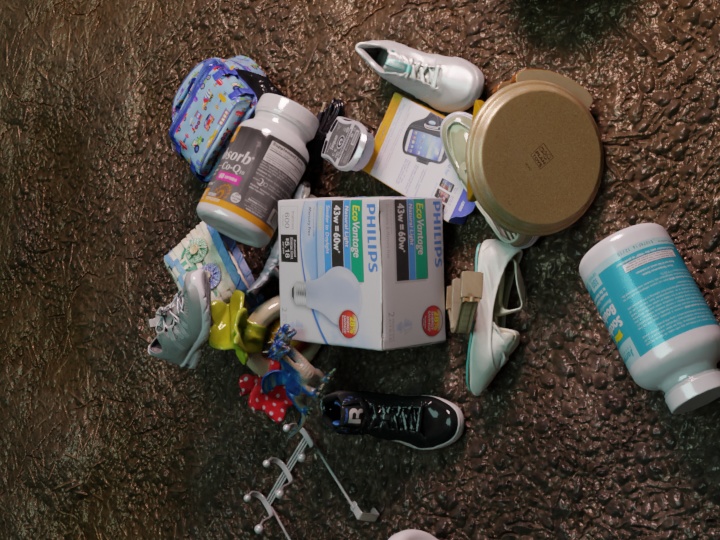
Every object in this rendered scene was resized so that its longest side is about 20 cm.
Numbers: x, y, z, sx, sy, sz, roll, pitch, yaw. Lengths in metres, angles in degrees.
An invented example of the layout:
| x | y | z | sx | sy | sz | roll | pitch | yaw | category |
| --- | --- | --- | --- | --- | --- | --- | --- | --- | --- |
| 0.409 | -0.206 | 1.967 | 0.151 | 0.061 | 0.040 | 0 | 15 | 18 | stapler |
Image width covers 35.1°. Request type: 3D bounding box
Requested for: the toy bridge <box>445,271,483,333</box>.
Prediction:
| x | y | z | sx | sy | sz | roll | pitch | yaw | category |
| --- | --- | --- | --- | --- | --- | --- | --- | --- | --- |
| 0.126 | 0.044 | 1.406 | 0.027 | 0.200 | 0.068 | 4 | 84 | -1 | toy bridge |

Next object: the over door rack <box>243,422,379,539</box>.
| x | y | z | sx | sy | sz | roll | pitch | yaw | category |
| --- | --- | --- | --- | --- | --- | --- | --- | --- | --- |
| -0.082 | 0.335 | 1.618 | 0.200 | 0.066 | 0.148 | 44 | 114 | 35 | over door rack |

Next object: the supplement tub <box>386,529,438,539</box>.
| x | y | z | sx | sy | sz | roll | pitch | yaw | category |
| --- | --- | --- | --- | --- | --- | --- | --- | --- | --- |
| 0.029 | 0.440 | 1.459 | 0.200 | 0.145 | 0.146 | -42 | 60 | 29 | supplement tub |

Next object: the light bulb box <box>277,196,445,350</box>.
| x | y | z | sx | sy | sz | roll | pitch | yaw | category |
| --- | --- | --- | --- | --- | --- | --- | --- | --- | --- |
| 0.000 | 0.000 | 1.525 | 0.200 | 0.125 | 0.199 | 1 | 94 | 46 | light bulb box |

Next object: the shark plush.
| x | y | z | sx | sy | sz | roll | pitch | yaw | category |
| --- | --- | --- | --- | --- | --- | --- | --- | --- | --- |
| -0.101 | -0.032 | 1.634 | 0.083 | 0.091 | 0.201 | -11 | 51 | 45 | shark plush |

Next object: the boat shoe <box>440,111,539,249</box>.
| x | y | z | sx | sy | sz | roll | pitch | yaw | category |
| --- | --- | --- | --- | --- | --- | --- | --- | --- | --- |
| 0.161 | -0.118 | 1.428 | 0.072 | 0.062 | 0.200 | -38 | 75 | 20 | boat shoe |

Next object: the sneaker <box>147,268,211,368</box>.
| x | y | z | sx | sy | sz | roll | pitch | yaw | category |
| --- | --- | --- | --- | --- | --- | --- | --- | --- | --- |
| -0.255 | 0.074 | 1.595 | 0.200 | 0.082 | 0.075 | 111 | 159 | -46 | sneaker |

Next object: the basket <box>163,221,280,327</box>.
| x | y | z | sx | sy | sz | roll | pitch | yaw | category |
| --- | --- | --- | --- | --- | --- | --- | --- | --- | --- |
| -0.177 | -0.006 | 1.705 | 0.200 | 0.139 | 0.177 | -31 | 61 | -4 | basket |

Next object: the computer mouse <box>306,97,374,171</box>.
| x | y | z | sx | sy | sz | roll | pitch | yaw | category |
| --- | --- | --- | --- | --- | --- | --- | --- | --- | --- |
| -0.024 | -0.178 | 1.613 | 0.110 | 0.044 | 0.200 | -65 | 27 | 8 | computer mouse |

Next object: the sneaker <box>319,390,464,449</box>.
| x | y | z | sx | sy | sz | roll | pitch | yaw | category |
| --- | --- | --- | --- | --- | --- | --- | --- | --- | --- |
| 0.030 | 0.199 | 1.508 | 0.199 | 0.112 | 0.073 | 1 | 87 | 41 | sneaker |

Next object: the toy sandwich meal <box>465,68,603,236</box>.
| x | y | z | sx | sy | sz | roll | pitch | yaw | category |
| --- | --- | --- | --- | --- | --- | --- | --- | --- | --- |
| 0.204 | -0.142 | 1.376 | 0.070 | 0.204 | 0.206 | -175 | 92 | -71 | toy sandwich meal |

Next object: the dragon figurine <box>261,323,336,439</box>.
| x | y | z | sx | sy | sz | roll | pitch | yaw | category |
| --- | --- | --- | --- | --- | --- | --- | --- | --- | --- |
| -0.096 | 0.149 | 1.559 | 0.099 | 0.059 | 0.200 | 32 | 145 | 7 | dragon figurine |

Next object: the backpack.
| x | y | z | sx | sy | sz | roll | pitch | yaw | category |
| --- | --- | --- | --- | --- | --- | --- | --- | --- | --- |
| -0.217 | -0.246 | 1.760 | 0.183 | 0.134 | 0.200 | -53 | 52 | 22 | backpack |

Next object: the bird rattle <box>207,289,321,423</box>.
| x | y | z | sx | sy | sz | roll | pitch | yaw | category |
| --- | --- | --- | --- | --- | --- | --- | --- | --- | --- |
| -0.120 | 0.112 | 1.627 | 0.163 | 0.200 | 0.113 | -36 | 30 | -8 | bird rattle |

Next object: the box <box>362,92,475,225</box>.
| x | y | z | sx | sy | sz | roll | pitch | yaw | category |
| --- | --- | --- | --- | --- | --- | --- | --- | --- | --- |
| 0.100 | -0.148 | 1.537 | 0.200 | 0.041 | 0.119 | 35 | 107 | 35 | box |

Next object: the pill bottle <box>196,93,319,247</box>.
| x | y | z | sx | sy | sz | roll | pitch | yaw | category |
| --- | --- | --- | --- | --- | --- | --- | --- | --- | --- |
| -0.143 | -0.143 | 1.623 | 0.116 | 0.116 | 0.201 | 15 | 75 | 41 | pill bottle |

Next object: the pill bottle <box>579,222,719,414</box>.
| x | y | z | sx | sy | sz | roll | pitch | yaw | category |
| --- | --- | --- | --- | --- | --- | --- | --- | --- | --- |
| 0.332 | 0.056 | 1.264 | 0.111 | 0.111 | 0.201 | -39 | 61 | 31 | pill bottle |

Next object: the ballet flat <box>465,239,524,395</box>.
| x | y | z | sx | sy | sz | roll | pitch | yaw | category |
| --- | --- | --- | --- | --- | --- | --- | --- | --- | --- |
| 0.173 | 0.060 | 1.438 | 0.069 | 0.069 | 0.201 | 2 | 85 | 41 | ballet flat |

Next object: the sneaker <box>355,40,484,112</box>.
| x | y | z | sx | sy | sz | roll | pitch | yaw | category |
| --- | --- | --- | --- | --- | --- | --- | --- | --- | --- |
| 0.074 | -0.268 | 1.540 | 0.200 | 0.088 | 0.076 | 26 | 100 | 39 | sneaker |
